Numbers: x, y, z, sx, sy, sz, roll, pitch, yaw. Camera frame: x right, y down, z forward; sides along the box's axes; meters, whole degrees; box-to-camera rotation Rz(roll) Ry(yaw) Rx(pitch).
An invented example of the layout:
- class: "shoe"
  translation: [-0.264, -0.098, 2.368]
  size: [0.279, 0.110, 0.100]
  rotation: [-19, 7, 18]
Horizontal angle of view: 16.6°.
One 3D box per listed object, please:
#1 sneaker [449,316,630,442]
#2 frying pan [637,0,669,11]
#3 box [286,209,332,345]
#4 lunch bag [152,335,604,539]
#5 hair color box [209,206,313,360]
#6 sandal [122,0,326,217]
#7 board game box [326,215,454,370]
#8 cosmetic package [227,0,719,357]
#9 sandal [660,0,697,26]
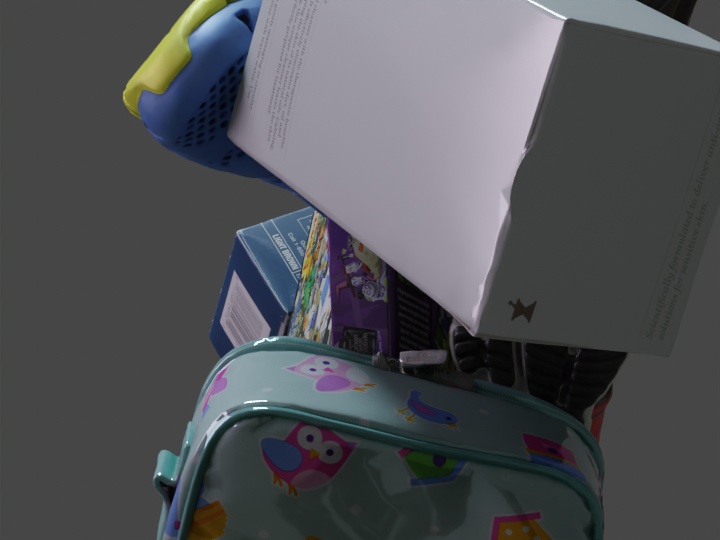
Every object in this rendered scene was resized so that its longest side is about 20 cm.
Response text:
- class: "sneaker"
  translation: [0.068, 0.033, 0.962]
  size: [0.085, 0.077, 0.201]
  rotation: [-52, -22, -74]
- class: "frying pan"
  translation: [0.089, -0.090, 0.946]
  size: [0.190, 0.031, 0.115]
  rotation: [-51, -10, 33]
- class: "box"
  translation: [0.000, 0.000, 1.152]
  size: [0.137, 0.037, 0.201]
  rotation: [146, 137, -75]
- class: "lunch bag"
  translation: [-0.003, 0.122, 0.888]
  size: [0.077, 0.159, 0.201]
  rotation: [-73, -2, -67]
- class: "hair color box"
  translation: [0.023, 0.000, 1.344]
  size: [0.061, 0.199, 0.100]
  rotation: [57, 151, 25]
- class: "sandal"
  translation: [-0.021, -0.061, 0.999]
  size: [0.080, 0.087, 0.200]
  rotation: [-48, -22, 17]
- class: "board game box"
  translation: [0.028, 0.043, 1.019]
  size: [0.200, 0.032, 0.121]
  rotation: [29, -118, -71]
- class: "cosmetic package"
  translation: [0.038, -0.057, 0.853]
  size: [0.200, 0.084, 0.108]
  rotation: [40, 117, 54]
- class: "sandal"
  translation: [0.124, -0.137, 1.065]
  size: [0.082, 0.054, 0.201]
  rotation: [-69, -6, -70]
